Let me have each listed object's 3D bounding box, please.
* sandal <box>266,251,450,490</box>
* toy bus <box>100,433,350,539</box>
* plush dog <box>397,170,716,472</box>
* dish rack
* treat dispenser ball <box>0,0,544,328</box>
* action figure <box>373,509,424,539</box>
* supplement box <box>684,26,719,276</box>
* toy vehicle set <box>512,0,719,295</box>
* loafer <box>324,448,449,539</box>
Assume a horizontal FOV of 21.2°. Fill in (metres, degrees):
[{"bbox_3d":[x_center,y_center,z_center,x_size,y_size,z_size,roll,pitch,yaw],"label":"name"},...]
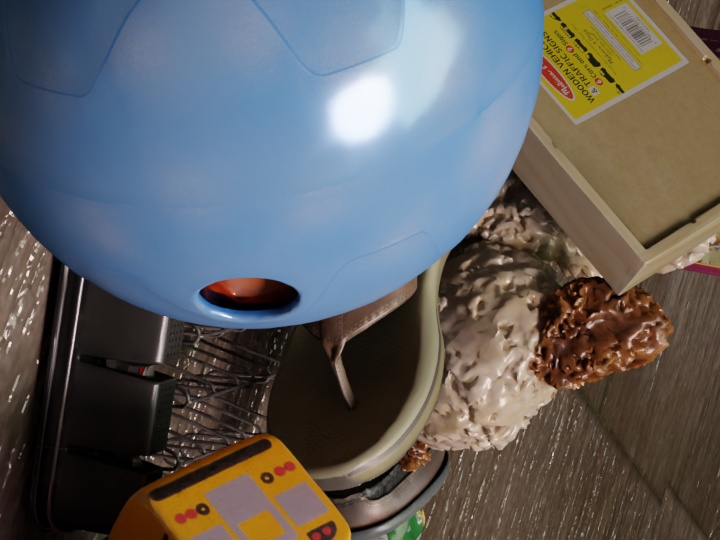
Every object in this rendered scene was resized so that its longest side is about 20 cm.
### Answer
[{"bbox_3d":[-0.001,-0.001,0.823,0.057,0.080,0.202,44,53,-46],"label":"sandal"},{"bbox_3d":[-0.067,0.149,0.771,0.065,0.078,0.200,-24,149,-35],"label":"toy bus"},{"bbox_3d":[0.059,0.007,0.917,0.160,0.200,0.172,37,38,-30],"label":"plush dog"},{"bbox_3d":[-0.063,0.031,0.840,0.200,0.054,0.154,-10,112,-67],"label":"dish rack"},{"bbox_3d":[-0.038,-0.080,0.653,0.201,0.200,0.202,-42,138,-53],"label":"treat dispenser ball"},{"bbox_3d":[0.002,0.180,1.062,0.118,0.054,0.200,66,38,-49],"label":"action figure"},{"bbox_3d":[0.206,-0.078,1.204,0.103,0.199,0.131,-38,135,-56],"label":"supplement box"},{"bbox_3d":[0.102,-0.095,0.897,0.124,0.200,0.027,-28,162,-35],"label":"toy vehicle set"},{"bbox_3d":[0.018,0.073,1.041,0.200,0.072,0.063,-50,127,-58],"label":"loafer"}]
